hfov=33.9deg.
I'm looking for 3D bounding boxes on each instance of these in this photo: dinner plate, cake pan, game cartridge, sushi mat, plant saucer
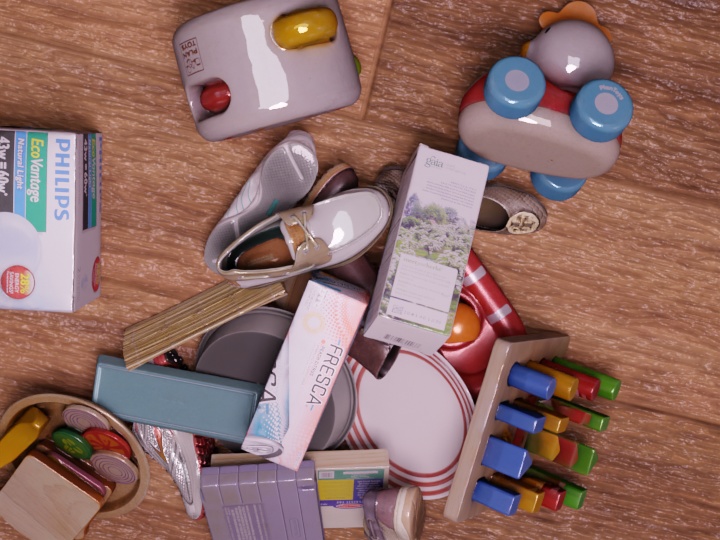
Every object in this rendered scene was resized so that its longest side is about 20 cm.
[{"bbox_3d":[0.054,0.163,1.339,0.200,0.024,0.200,15,114,36],"label":"dinner plate"},{"bbox_3d":[-0.103,0.138,1.335,0.200,0.037,0.200,8,114,17],"label":"cake pan"},{"bbox_3d":[-0.108,0.280,1.339,0.130,0.038,0.200,0,138,3],"label":"game cartridge"},{"bbox_3d":[-0.178,0.048,1.334,0.200,0.096,0.012,-26,119,3],"label":"sushi mat"},{"bbox_3d":[-0.206,0.145,1.316,0.200,0.019,0.070,10,95,8],"label":"plant saucer"}]

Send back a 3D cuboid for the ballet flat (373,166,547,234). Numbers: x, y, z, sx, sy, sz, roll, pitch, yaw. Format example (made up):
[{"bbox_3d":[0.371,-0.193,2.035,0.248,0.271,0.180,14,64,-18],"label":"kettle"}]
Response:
[{"bbox_3d":[0.111,-0.071,1.332,0.200,0.046,0.067,14,132,0],"label":"ballet flat"}]

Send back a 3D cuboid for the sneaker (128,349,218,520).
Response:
[{"bbox_3d":[-0.220,0.193,1.369,0.082,0.078,0.200,-20,89,9],"label":"sneaker"}]

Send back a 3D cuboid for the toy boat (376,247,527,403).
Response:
[{"bbox_3d":[0.104,0.057,1.317,0.130,0.131,0.200,-36,96,3],"label":"toy boat"}]

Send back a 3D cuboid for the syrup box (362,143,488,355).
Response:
[{"bbox_3d":[0.069,-0.022,1.240,0.079,0.081,0.200,16,69,-6],"label":"syrup box"}]

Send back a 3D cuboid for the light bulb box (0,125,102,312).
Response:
[{"bbox_3d":[-0.396,-0.061,1.301,0.200,0.125,0.198,2,97,0],"label":"light bulb box"}]

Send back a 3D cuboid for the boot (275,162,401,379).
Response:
[{"bbox_3d":[0.000,0.000,1.308,0.166,0.072,0.200,32,112,27],"label":"boot"}]

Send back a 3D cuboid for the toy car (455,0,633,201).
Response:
[{"bbox_3d":[0.206,-0.210,1.289,0.177,0.184,0.200,14,68,-2],"label":"toy car"}]

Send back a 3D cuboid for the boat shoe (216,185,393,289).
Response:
[{"bbox_3d":[-0.060,-0.031,1.257,0.200,0.068,0.075,-27,79,15],"label":"boat shoe"}]

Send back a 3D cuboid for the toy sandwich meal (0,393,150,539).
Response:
[{"bbox_3d":[-0.336,0.228,1.337,0.205,0.070,0.205,8,124,11],"label":"toy sandwich meal"}]

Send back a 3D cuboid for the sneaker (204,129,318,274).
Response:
[{"bbox_3d":[-0.106,-0.073,1.334,0.070,0.080,0.200,33,116,-13],"label":"sneaker"}]

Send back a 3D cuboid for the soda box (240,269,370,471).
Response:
[{"bbox_3d":[-0.057,0.104,1.247,0.068,0.064,0.200,22,100,0],"label":"soda box"}]

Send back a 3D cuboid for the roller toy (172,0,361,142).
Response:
[{"bbox_3d":[-0.101,-0.222,1.250,0.182,0.200,0.140,-15,97,7],"label":"roller toy"}]

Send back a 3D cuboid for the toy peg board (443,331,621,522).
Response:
[{"bbox_3d":[0.198,0.179,1.290,0.098,0.199,0.200,19,98,27],"label":"toy peg board"}]

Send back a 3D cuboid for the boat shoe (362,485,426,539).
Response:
[{"bbox_3d":[0.036,0.285,1.332,0.065,0.200,0.072,13,66,10],"label":"boat shoe"}]

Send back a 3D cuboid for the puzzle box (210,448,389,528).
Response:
[{"bbox_3d":[-0.067,0.253,1.354,0.200,0.025,0.133,-1,138,-3],"label":"puzzle box"}]
